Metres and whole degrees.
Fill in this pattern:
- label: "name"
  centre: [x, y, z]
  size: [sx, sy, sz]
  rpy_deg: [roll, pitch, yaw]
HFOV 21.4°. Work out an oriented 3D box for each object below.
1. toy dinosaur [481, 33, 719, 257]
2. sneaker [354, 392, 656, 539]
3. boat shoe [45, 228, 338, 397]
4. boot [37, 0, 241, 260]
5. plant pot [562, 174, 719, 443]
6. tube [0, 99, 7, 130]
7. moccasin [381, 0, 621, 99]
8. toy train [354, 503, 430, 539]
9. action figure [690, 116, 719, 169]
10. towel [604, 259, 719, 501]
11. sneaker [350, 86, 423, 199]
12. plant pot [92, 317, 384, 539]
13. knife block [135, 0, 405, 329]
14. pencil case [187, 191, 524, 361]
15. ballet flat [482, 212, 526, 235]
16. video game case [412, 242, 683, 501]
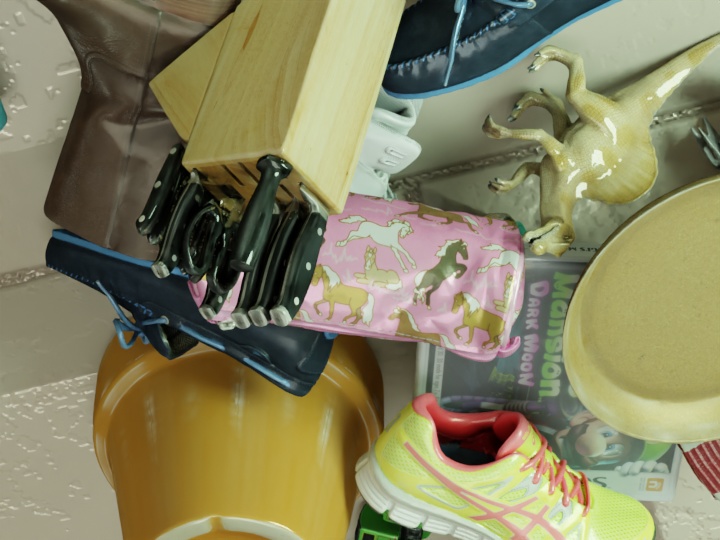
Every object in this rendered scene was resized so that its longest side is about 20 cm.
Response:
- label: "toy dinosaur"
  centre: [0.140, -0.086, 1.148]
  size: [0.101, 0.200, 0.058]
  rpy_deg: [36, 160, 13]
- label: "sneaker"
  centre: [0.103, 0.135, 1.216]
  size: [0.200, 0.078, 0.090]
  rpy_deg: [17, 122, -12]
- label: "boat shoe"
  centre: [-0.115, 0.026, 1.191]
  size: [0.200, 0.084, 0.069]
  rpy_deg: [20, 102, 23]
- label: "boot"
  centre: [-0.172, -0.102, 1.125]
  size: [0.186, 0.064, 0.200]
  rpy_deg: [17, 125, 0]
- label: "plant pot"
  centre: [0.212, 0.019, 1.133]
  size: [0.200, 0.027, 0.200]
  rpy_deg: [-8, 127, -11]
- label: "tube"
  centre: [-0.265, -0.163, 1.104]
  size: [0.077, 0.050, 0.200]
  rpy_deg: [-19, 122, -2]
- label: "moccasin"
  centre: [0.088, -0.172, 1.088]
  size: [0.200, 0.081, 0.068]
  rpy_deg: [-30, 139, 6]
- label: "toy train"
  centre: [0.022, 0.203, 1.404]
  size: [0.056, 0.042, 0.200]
  rpy_deg: [13, 128, 1]
- label: "action figure"
  centre: [0.287, -0.089, 1.152]
  size: [0.130, 0.069, 0.200]
  rpy_deg: [40, 112, -12]
- label: "towel"
  centre: [0.252, 0.058, 1.203]
  size: [0.144, 0.023, 0.200]
  rpy_deg: [-30, 128, 9]
- label: "sneaker"
  centre: [0.008, -0.046, 1.181]
  size: [0.115, 0.075, 0.200]
  rpy_deg: [-32, 119, 25]
- label: "plant pot"
  centre: [-0.082, 0.142, 1.259]
  size: [0.200, 0.183, 0.200]
  rpy_deg: [-1, 129, -1]
- label: "knife block"
  centre: [-0.035, -0.070, 1.029]
  size: [0.200, 0.176, 0.064]
  rpy_deg: [-40, 135, 4]
- label: "pencil case"
  centre: [0.000, 0.000, 1.120]
  size: [0.200, 0.083, 0.087]
  rpy_deg: [7, 117, -3]
- label: "ballet flat"
  centre: [0.098, 0.042, 1.269]
  size: [0.067, 0.068, 0.200]
  rpy_deg: [-3, 127, 26]
- label: "video game case"
  centre: [0.126, 0.068, 1.226]
  size: [0.182, 0.023, 0.200]
  rpy_deg: [2, 125, -2]
